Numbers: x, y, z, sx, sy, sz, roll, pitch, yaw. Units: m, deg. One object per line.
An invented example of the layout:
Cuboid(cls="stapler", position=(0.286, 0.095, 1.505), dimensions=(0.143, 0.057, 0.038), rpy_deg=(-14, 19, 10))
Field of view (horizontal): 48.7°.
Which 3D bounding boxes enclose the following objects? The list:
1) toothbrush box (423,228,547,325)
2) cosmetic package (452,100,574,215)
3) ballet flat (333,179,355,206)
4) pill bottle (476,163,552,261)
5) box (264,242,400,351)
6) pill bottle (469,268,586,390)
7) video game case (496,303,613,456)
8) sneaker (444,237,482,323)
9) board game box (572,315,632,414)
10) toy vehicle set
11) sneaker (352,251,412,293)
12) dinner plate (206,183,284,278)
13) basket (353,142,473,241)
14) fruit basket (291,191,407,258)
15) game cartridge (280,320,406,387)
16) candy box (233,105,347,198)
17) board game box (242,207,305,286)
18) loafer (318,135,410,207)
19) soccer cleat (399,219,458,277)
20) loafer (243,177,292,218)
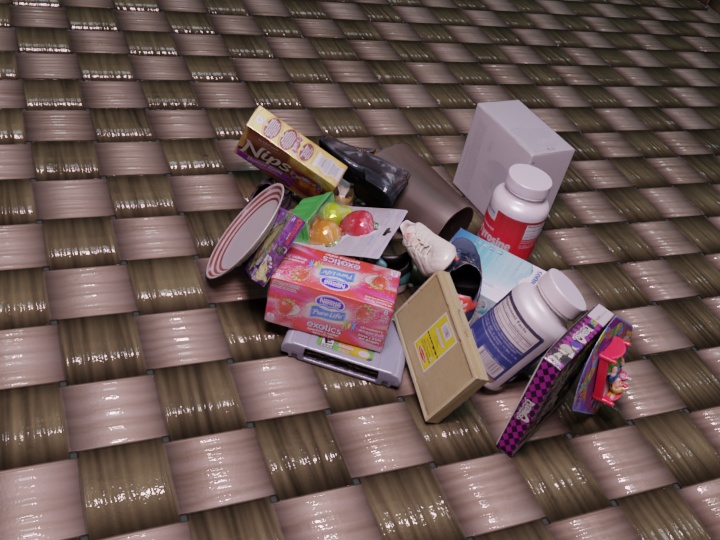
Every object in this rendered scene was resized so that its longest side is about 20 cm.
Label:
Cuboid(cls="toothbrush box", position=(0.228, 0.031, 1.434), dimensions=(0.198, 0.086, 0.146), rpy_deg=(27, 42, 15))
Cuboid(cls="cosmetic package", position=(0.315, -0.218, 1.673), dimensions=(0.122, 0.201, 0.201), rpy_deg=(-11, 46, -29))
Cuboid(cls="ballet flat", position=(-0.030, -0.175, 1.616), dimensions=(0.068, 0.064, 0.201), rpy_deg=(12, 38, -5))
Cuboid(cls="pill bottle", position=(0.291, -0.095, 1.516), dimensions=(0.111, 0.202, 0.113), rpy_deg=(9, 38, -7))
Cuboid(cls="box", position=(-0.044, 0.041, 1.269), dimensions=(0.197, 0.096, 0.100), rpy_deg=(16, 39, 1))
Cuboid(cls="pill bottle", position=(0.255, 0.091, 1.263), dimensions=(0.110, 0.200, 0.112), rpy_deg=(34, 29, -22))
Cuboid(cls="video game case", position=(0.293, 0.166, 1.204), dimensions=(0.036, 0.202, 0.181), rpy_deg=(36, 42, 22))
Cuboid(cls="sneaker", position=(0.174, 0.002, 1.326), dimensions=(0.074, 0.085, 0.201), rpy_deg=(10, 46, -1))
Cuboid(cls="board game box", position=(0.396, 0.158, 1.240), dimensions=(0.039, 0.160, 0.199), rpy_deg=(25, 2, 32))
Cuboid(cls="toy vehicle set", position=(0.120, 0.116, 1.236), dimensions=(0.026, 0.124, 0.202), rpy_deg=(13, 45, -35))
Cuboid(cls="sneaker", position=(0.000, 0.000, 1.398), dimensions=(0.198, 0.080, 0.072), rpy_deg=(-6, 45, -24))
Cuboid(cls="dinner plate", position=(-0.190, -0.063, 1.348), dimensions=(0.024, 0.200, 0.201), rpy_deg=(38, 33, -22))
Cuboid(cls="basket", position=(0.115, -0.139, 1.571), dimensions=(0.200, 0.137, 0.179), rpy_deg=(42, 38, 24))
Cuboid(cls="fruit basket", position=(-0.033, -0.068, 1.431), dimensions=(0.197, 0.095, 0.186), rpy_deg=(10, 33, 15))
Cuboid(cls="game cartridge", position=(-0.019, 0.111, 1.298), dimensions=(0.198, 0.041, 0.134), rpy_deg=(17, 35, 1))
Cuboid(cls="candy box", position=(-0.133, -0.211, 1.500), dimensions=(0.199, 0.117, 0.057), rpy_deg=(33, 65, -9))
Cuboid(cls="board game box", position=(-0.146, -0.044, 1.299), dimensions=(0.032, 0.121, 0.200), rpy_deg=(29, 1, -15))
Cuboid(cls="loafer", position=(0.006, -0.201, 1.509), dimensions=(0.199, 0.073, 0.072), rpy_deg=(39, 72, 18))
Cuboid(cls="soccer cleat", position=(0.107, -0.039, 1.345), dimensions=(0.078, 0.069, 0.200), rpy_deg=(45, 2, -14))
Cuboid(cls="loafer", position=(-0.174, -0.135, 1.518), dimensions=(0.071, 0.064, 0.201), rpy_deg=(17, 39, 5))
